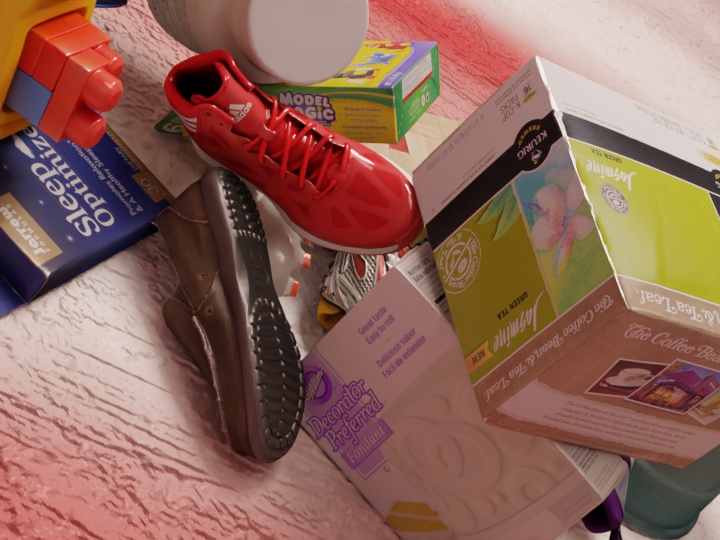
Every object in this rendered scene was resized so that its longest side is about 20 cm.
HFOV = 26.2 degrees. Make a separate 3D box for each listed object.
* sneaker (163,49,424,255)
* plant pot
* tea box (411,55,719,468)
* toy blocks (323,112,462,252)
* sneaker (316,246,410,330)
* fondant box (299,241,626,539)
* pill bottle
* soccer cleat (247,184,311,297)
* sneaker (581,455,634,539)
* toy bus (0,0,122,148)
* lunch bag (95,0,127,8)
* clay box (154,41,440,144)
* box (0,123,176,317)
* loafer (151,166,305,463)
[{"bbox_3d":[-0.054,-0.079,1.030,0.198,0.079,0.115,24,-7,23],"label":"sneaker"},{"bbox_3d":[0.275,0.084,1.274,0.199,0.196,0.201,30,34,-24],"label":"plant pot"},{"bbox_3d":[0.163,0.001,1.001,0.199,0.134,0.198,17,45,-37],"label":"tea box"},{"bbox_3d":[0.028,-0.068,1.272,0.199,0.100,0.138,11,56,-43],"label":"toy blocks"},{"bbox_3d":[0.000,0.000,1.134,0.078,0.081,0.202,68,6,-58],"label":"sneaker"},{"bbox_3d":[0.057,0.105,1.031,0.200,0.144,0.058,48,33,6],"label":"fondant box"},{"bbox_3d":[-0.073,-0.195,1.094,0.114,0.115,0.200,25,6,-30],"label":"pill bottle"},{"bbox_3d":[-0.078,-0.057,1.139,0.077,0.070,0.201,15,36,-14],"label":"soccer cleat"},{"bbox_3d":[0.125,0.142,1.149,0.198,0.074,0.088,20,58,-24],"label":"sneaker"},{"bbox_3d":[-0.213,-0.172,0.937,0.191,0.201,0.136,33,28,10],"label":"toy bus"},{"bbox_3d":[-0.240,-0.265,1.126,0.136,0.133,0.199,41,26,27],"label":"lunch bag"},{"bbox_3d":[-0.050,-0.138,1.165,0.198,0.048,0.115,4,26,19],"label":"clay box"},{"bbox_3d":[-0.211,-0.051,1.002,0.121,0.032,0.200,47,31,3],"label":"box"},{"bbox_3d":[-0.090,0.035,1.021,0.073,0.070,0.202,30,43,-60],"label":"loafer"}]
